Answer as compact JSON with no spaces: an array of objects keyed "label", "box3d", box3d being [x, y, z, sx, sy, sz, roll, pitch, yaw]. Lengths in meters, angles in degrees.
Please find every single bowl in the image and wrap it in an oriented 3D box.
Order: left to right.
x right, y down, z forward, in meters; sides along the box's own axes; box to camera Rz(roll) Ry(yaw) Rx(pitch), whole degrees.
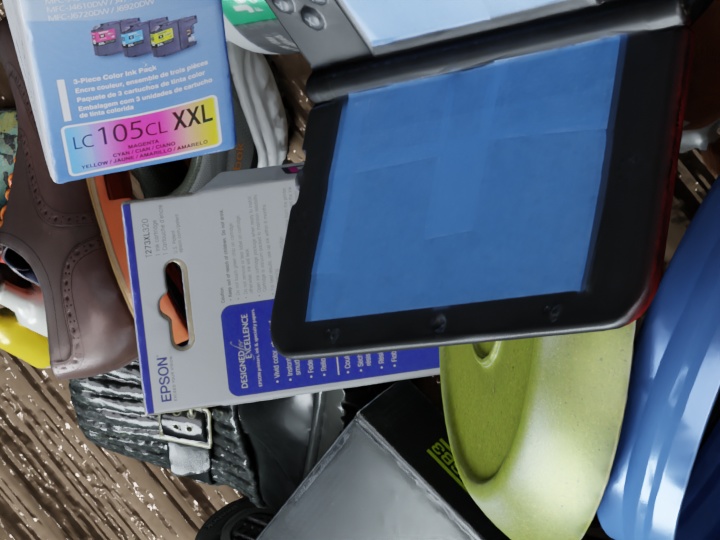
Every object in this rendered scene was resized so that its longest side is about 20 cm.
[{"label":"bowl","box3d":[0.149,0.024,0.939,0.039,0.201,0.201,25,126,21]}]

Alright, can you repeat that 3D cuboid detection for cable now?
[{"label":"cable","box3d":[-0.194,-0.002,1.189,0.097,0.199,0.050,-52,47,29]}]

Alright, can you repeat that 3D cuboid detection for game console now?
[{"label":"game console","box3d":[0.014,-0.075,0.868,0.199,0.119,0.173,-8,126,48]}]

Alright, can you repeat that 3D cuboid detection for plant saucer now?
[{"label":"plant saucer","box3d":[0.062,0.009,0.941,0.031,0.200,0.201,3,125,-12]}]

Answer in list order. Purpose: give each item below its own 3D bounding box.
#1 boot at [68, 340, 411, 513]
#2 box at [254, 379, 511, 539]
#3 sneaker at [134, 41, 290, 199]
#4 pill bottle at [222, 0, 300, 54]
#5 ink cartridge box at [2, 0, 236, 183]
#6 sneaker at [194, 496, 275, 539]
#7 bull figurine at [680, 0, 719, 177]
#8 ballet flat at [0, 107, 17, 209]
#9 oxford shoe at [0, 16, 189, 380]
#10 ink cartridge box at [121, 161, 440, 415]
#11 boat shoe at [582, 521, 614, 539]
[{"label":"boot","box3d":[-0.057,0.030,1.161,0.157,0.079,0.212,27,127,19]},{"label":"box","box3d":[0.030,0.179,1.110,0.193,0.047,0.200,44,131,7]},{"label":"sneaker","box3d":[-0.097,-0.118,1.108,0.074,0.079,0.201,-12,106,39]},{"label":"pill bottle","box3d":[-0.007,-0.149,1.006,0.199,0.113,0.114,-5,112,35]},{"label":"ink cartridge box","box3d":[-0.099,-0.148,0.872,0.200,0.076,0.137,85,168,-53]},{"label":"sneaker","box3d":[0.009,0.184,1.219,0.199,0.076,0.091,26,138,25]},{"label":"bull figurine","box3d":[0.126,-0.121,0.928,0.121,0.200,0.065,-42,46,8]},{"label":"ballet flat","box3d":[-0.222,-0.005,1.261,0.074,0.074,0.200,44,130,5]},{"label":"oxford shoe","box3d":[-0.143,-0.041,1.135,0.072,0.071,0.201,-26,58,4]},{"label":"ink cartridge box","box3d":[0.000,0.000,1.048,0.199,0.037,0.095,-8,105,-11]},{"label":"boat shoe","box3d":[0.086,0.153,1.137,0.199,0.074,0.076,25,127,21]}]
